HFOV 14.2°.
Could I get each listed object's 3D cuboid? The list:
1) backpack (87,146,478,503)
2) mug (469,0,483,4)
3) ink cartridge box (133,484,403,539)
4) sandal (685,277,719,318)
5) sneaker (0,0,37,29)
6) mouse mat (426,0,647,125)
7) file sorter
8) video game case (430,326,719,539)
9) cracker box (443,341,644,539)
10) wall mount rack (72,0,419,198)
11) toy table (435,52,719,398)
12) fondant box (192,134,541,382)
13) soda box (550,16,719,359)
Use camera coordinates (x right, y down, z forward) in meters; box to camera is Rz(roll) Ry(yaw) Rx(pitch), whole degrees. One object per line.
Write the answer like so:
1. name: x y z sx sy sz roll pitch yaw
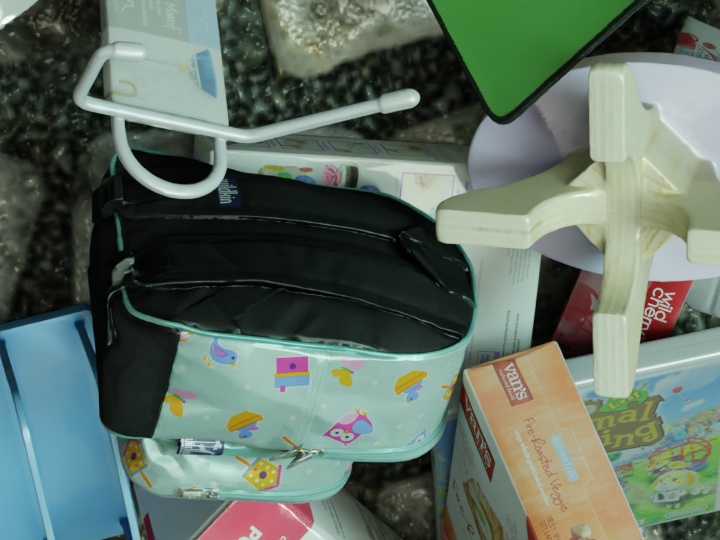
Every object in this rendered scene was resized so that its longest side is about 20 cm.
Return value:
1. backpack: -0.042 0.032 1.529 0.199 0.176 0.154 0 122 -10
2. mug: 0.135 -0.218 1.563 0.149 0.153 0.187 7 105 -15
3. ink cartridge box: -0.026 0.177 1.648 0.200 0.145 0.084 42 97 -20
4. sandal: 0.243 -0.065 1.675 0.079 0.059 0.207 20 118 3
5. sneaker: -0.282 -0.137 1.544 0.200 0.073 0.114 -38 107 -10
6. mouse mat: 0.079 -0.198 1.502 0.008 0.200 0.161 0 147 -47
7. file sorter: -0.226 0.123 1.602 0.199 0.123 0.139 -14 109 -8
8. video game case: 0.139 0.103 1.669 0.199 0.022 0.182 -12 146 -5
9. cracker box: 0.096 0.146 1.556 0.057 0.134 0.200 -16 151 -12
10. wall mount rack: -0.067 -0.131 1.524 0.173 0.201 0.075 10 142 -23
11. toy table: 0.145 -0.039 1.535 0.199 0.117 0.184 -7 111 19
12. fondant box: 0.000 0.000 1.649 0.199 0.058 0.145 3 106 -14
13. soda box: 0.172 -0.036 1.633 0.063 0.070 0.201 22 119 3
